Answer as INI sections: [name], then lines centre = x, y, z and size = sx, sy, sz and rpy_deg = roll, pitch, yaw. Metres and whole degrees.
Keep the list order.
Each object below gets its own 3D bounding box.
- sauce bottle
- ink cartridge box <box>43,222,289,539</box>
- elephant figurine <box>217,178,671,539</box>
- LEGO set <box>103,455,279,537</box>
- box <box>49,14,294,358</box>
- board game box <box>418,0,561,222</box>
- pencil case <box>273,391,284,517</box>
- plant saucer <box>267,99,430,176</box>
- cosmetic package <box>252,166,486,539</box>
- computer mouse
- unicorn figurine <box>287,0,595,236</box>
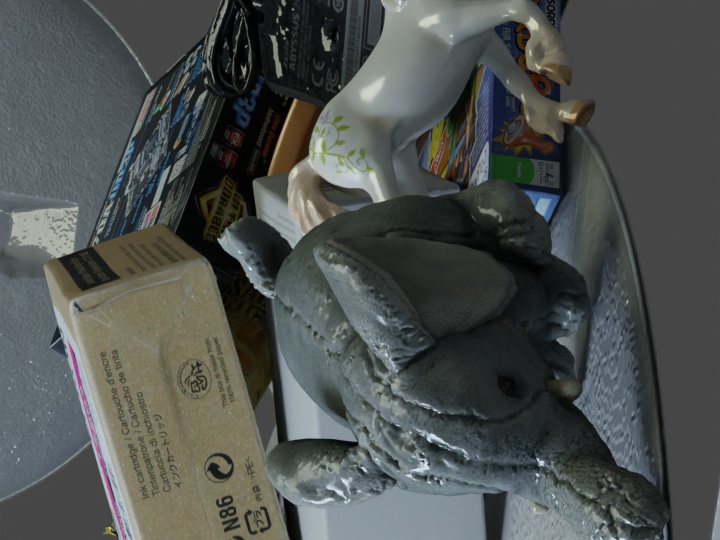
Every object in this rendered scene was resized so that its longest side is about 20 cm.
[sauce bottle]
centre = -0.066, 0.026, 1.515
size = 0.200, 0.066, 0.066
rpy_deg = -64, -11, -54
[ink cartridge box]
centre = -0.094, 0.088, 1.318
size = 0.165, 0.075, 0.201
rpy_deg = -156, 49, -77
[elephant figurine]
centre = 0.027, 0.040, 1.029
size = 0.142, 0.155, 0.200
rpy_deg = 64, -167, -12
[LEGO set]
centre = -0.056, 0.209, 1.482
size = 0.116, 0.153, 0.201
rpy_deg = 119, 146, -43
[box]
centre = -0.099, -0.053, 1.509
size = 0.159, 0.046, 0.201
rpy_deg = -37, 29, 50
[board game box]
centre = 0.060, -0.045, 1.296
size = 0.200, 0.034, 0.136
rpy_deg = 109, 166, -60
[pencil case]
centre = -0.008, 0.133, 1.426
size = 0.083, 0.090, 0.201
rpy_deg = 47, -152, -40
[plant saucer]
centre = 0.006, -0.086, 1.476
size = 0.201, 0.037, 0.200
rpy_deg = -58, -15, -26
[cosmetic package]
centre = 0.004, 0.055, 1.260
size = 0.108, 0.084, 0.201
rpy_deg = -143, 46, -72
[computer mouse]
centre = -0.005, -0.131, 1.331
size = 0.200, 0.053, 0.139
rpy_deg = 31, 120, 47
[unicorn figurine]
centre = 0.036, -0.089, 1.170
size = 0.200, 0.137, 0.074
rpy_deg = -47, -31, -12
